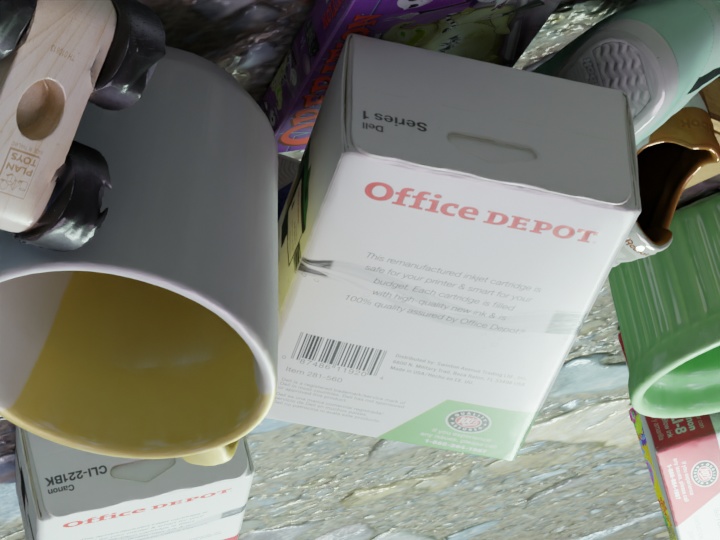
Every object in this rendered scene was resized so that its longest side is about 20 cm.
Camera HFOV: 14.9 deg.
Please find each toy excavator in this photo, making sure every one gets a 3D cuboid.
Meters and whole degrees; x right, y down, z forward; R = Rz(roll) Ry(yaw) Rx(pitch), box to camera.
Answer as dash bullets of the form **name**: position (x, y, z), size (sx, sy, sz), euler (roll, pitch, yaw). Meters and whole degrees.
- **toy excavator**: position (-0.202, -0.064, 1.170), size (0.200, 0.195, 0.100), euler (26, -174, 42)

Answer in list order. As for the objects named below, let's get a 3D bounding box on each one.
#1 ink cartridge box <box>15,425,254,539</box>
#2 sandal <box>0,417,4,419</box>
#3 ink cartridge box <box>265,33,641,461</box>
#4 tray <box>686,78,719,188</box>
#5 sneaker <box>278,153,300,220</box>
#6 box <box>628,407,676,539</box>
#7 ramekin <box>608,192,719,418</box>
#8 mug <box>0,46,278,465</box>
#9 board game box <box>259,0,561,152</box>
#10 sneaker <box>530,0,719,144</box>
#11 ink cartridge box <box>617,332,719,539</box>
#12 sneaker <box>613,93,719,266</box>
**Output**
- **ink cartridge box**: position (-0.154, 0.140, 1.843), size (0.143, 0.084, 0.200), euler (-12, 163, -11)
- **sandal**: position (-0.183, 0.046, 1.546), size (0.206, 0.080, 0.059), euler (-11, 159, -23)
- **ink cartridge box**: position (0.036, -0.007, 1.334), size (0.145, 0.085, 0.200), euler (11, 137, -11)
- **tray**: position (0.130, -0.053, 1.595), size (0.199, 0.037, 0.098), euler (-26, 160, 26)
- **sneaker**: position (-0.112, -0.006, 1.471), size (0.198, 0.081, 0.115), euler (-6, 165, -9)
- **box**: position (0.343, 0.165, 2.163), size (0.192, 0.201, 0.122), euler (-10, 161, -20)
- **ramekin**: position (0.258, 0.015, 1.806), size (0.199, 0.098, 0.200), euler (-15, 162, -5)
- **mug**: position (-0.106, -0.008, 1.269), size (0.149, 0.154, 0.187), euler (14, 144, -7)
- **board game box**: position (0.028, -0.115, 1.337), size (0.119, 0.032, 0.200), euler (-5, 160, -19)
- **sneaker**: position (0.119, -0.078, 1.410), size (0.118, 0.074, 0.200), euler (-32, 178, -44)
- **ink cartridge box**: position (0.305, 0.110, 1.970), size (0.199, 0.145, 0.146), euler (-17, 124, 3)
- **sneaker**: position (0.113, -0.022, 1.494), size (0.073, 0.085, 0.200), euler (24, 117, -43)
